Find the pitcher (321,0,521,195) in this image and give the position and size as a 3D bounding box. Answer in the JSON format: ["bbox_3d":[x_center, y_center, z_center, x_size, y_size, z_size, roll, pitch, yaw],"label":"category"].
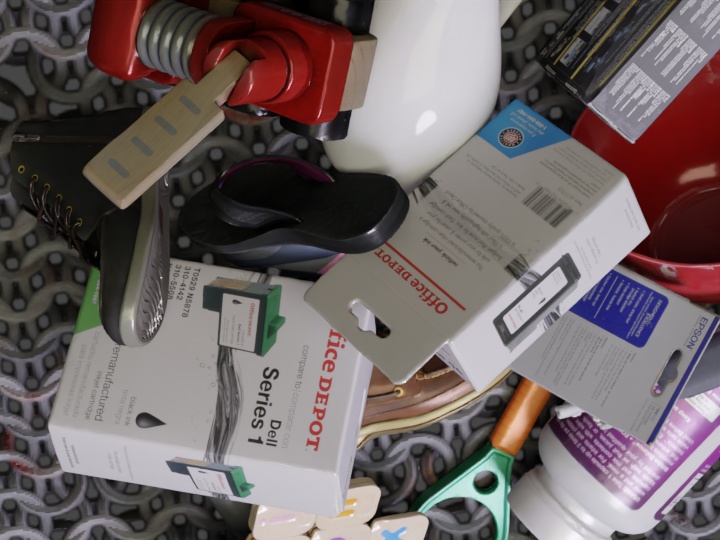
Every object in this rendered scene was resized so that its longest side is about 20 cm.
[{"bbox_3d":[0.059,-0.160,1.215,0.172,0.121,0.200,-11,128,-46],"label":"pitcher"}]

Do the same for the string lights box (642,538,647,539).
[{"bbox_3d":[0.142,0.272,1.357,0.200,0.103,0.059,-12,107,-3],"label":"string lights box"}]

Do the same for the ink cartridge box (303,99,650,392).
[{"bbox_3d":[0.075,-0.004,1.164,0.200,0.116,0.068,-42,140,-8],"label":"ink cartridge box"}]

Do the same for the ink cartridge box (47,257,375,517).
[{"bbox_3d":[-0.097,0.076,1.223,0.200,0.084,0.146,9,62,4],"label":"ink cartridge box"}]

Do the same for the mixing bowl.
[{"bbox_3d":[0.250,-0.051,1.245,0.200,0.200,0.108,-22,139,0],"label":"mixing bowl"}]

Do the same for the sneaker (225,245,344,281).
[{"bbox_3d":[0.000,0.000,1.276,0.200,0.070,0.082,-2,105,-4],"label":"sneaker"}]

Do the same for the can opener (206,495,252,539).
[{"bbox_3d":[-0.096,0.144,1.317,0.066,0.053,0.200,-28,108,1],"label":"can opener"}]

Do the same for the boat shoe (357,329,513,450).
[{"bbox_3d":[0.021,0.079,1.301,0.200,0.072,0.068,-22,110,3],"label":"boat shoe"}]

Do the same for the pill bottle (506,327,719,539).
[{"bbox_3d":[0.204,0.123,1.315,0.112,0.112,0.200,39,99,-16],"label":"pill bottle"}]

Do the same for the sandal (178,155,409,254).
[{"bbox_3d":[-0.053,-0.053,1.206,0.048,0.200,0.075,52,55,-35],"label":"sandal"}]

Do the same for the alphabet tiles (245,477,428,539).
[{"bbox_3d":[-0.048,0.234,1.322,0.196,0.015,0.200,-6,130,-25],"label":"alphabet tiles"}]

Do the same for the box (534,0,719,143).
[{"bbox_3d":[0.214,-0.191,1.195,0.049,0.161,0.200,39,98,-16],"label":"box"}]

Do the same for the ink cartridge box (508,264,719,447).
[{"bbox_3d":[0.150,0.038,1.202,0.039,0.200,0.099,27,93,-50],"label":"ink cartridge box"}]

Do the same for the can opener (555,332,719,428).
[{"bbox_3d":[0.219,0.059,1.209,0.200,0.053,0.066,-19,83,26],"label":"can opener"}]

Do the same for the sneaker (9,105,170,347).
[{"bbox_3d":[-0.186,-0.026,1.196,0.106,0.200,0.075,-4,138,1],"label":"sneaker"}]

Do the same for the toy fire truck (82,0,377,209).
[{"bbox_3d":[-0.112,-0.126,1.110,0.176,0.200,0.129,23,111,26],"label":"toy fire truck"}]

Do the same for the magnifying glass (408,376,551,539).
[{"bbox_3d":[0.099,0.155,1.360,0.080,0.022,0.200,24,102,-13],"label":"magnifying glass"}]
